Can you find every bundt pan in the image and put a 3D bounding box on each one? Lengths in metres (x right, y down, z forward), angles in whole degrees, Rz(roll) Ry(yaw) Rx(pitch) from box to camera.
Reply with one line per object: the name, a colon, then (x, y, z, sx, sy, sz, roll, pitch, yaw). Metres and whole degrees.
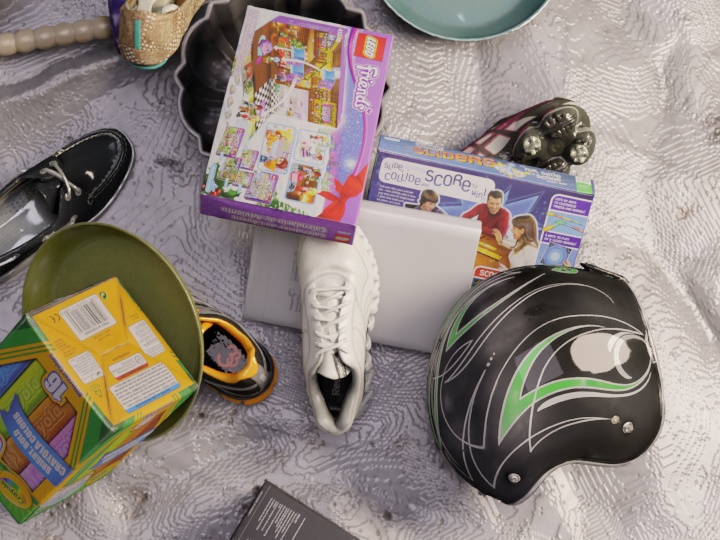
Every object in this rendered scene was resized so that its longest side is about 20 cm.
bundt pan: (-0.073, -0.164, 1.465, 0.200, 0.076, 0.204, 1, 78, -4)

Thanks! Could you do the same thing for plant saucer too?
plant saucer: (0.099, -0.312, 1.525, 0.198, 0.036, 0.202, 1, 78, -3)
plant saucer: (-0.213, 0.052, 1.387, 0.199, 0.031, 0.202, 10, 110, 27)

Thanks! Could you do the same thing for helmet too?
helmet: (0.150, 0.097, 1.369, 0.189, 0.200, 0.202, -10, 79, -8)

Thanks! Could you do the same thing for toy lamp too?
toy lamp: (-0.283, -0.222, 1.476, 0.198, 0.058, 0.059, -9, 79, -5)

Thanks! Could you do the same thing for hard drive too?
hard drive: (0.000, 0.000, 1.423, 0.198, 0.027, 0.133, 10, 117, 1)

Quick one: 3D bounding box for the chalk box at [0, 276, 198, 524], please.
chalk box: (-0.262, 0.123, 1.345, 0.124, 0.125, 0.200, 51, 123, 8)

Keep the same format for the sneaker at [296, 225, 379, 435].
sneaker: (-0.021, 0.049, 1.384, 0.074, 0.081, 0.202, -2, 106, 7)

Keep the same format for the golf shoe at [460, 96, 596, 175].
golf shoe: (0.126, -0.094, 1.470, 0.199, 0.088, 0.077, -27, 114, 12)

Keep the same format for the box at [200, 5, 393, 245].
box: (-0.054, -0.129, 1.376, 0.136, 0.039, 0.201, 12, 63, 0)

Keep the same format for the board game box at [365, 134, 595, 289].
board game box: (0.100, -0.037, 1.431, 0.198, 0.035, 0.136, 12, 117, -2)

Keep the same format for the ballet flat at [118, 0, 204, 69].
ballet flat: (-0.172, -0.266, 1.440, 0.070, 0.066, 0.201, 6, 45, 5)

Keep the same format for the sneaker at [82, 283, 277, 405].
sneaker: (-0.163, 0.050, 1.417, 0.199, 0.077, 0.079, 27, 80, 4)

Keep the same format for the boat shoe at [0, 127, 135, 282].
boat shoe: (-0.288, -0.061, 1.440, 0.076, 0.060, 0.200, 42, 79, 6)

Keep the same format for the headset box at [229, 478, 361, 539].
headset box: (-0.043, 0.309, 1.362, 0.199, 0.093, 0.175, 30, 78, 3)
